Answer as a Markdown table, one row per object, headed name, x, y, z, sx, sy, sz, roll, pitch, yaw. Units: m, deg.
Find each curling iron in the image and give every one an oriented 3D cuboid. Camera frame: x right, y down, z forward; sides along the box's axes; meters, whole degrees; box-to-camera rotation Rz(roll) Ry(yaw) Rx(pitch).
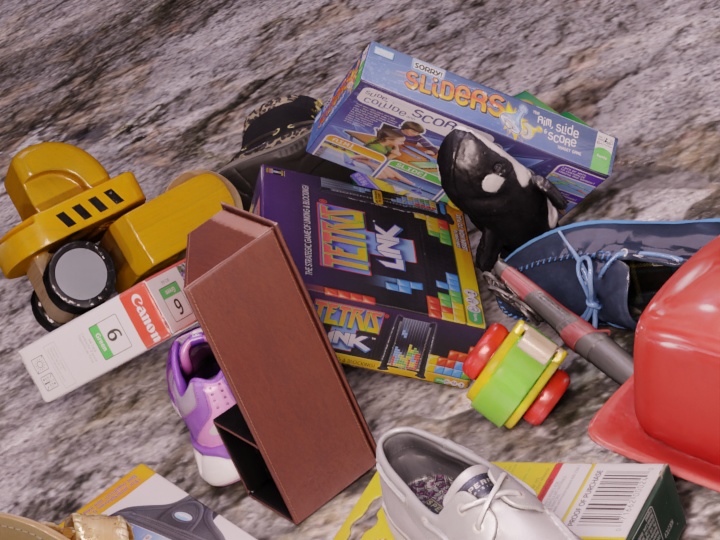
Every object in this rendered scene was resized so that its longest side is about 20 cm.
| name | x | y | z | sx | sy | sz | roll | pitch | yaw |
| --- | --- | --- | --- | --- | --- | --- | --- | --- | --- |
| curling iron | 0.154 | 0.048 | 1.319 | 0.200 | 0.050 | 0.026 | 37 | 89 | 40 |

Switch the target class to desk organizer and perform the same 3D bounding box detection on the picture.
| name | x | y | z | sx | sy | sz | roll | pitch | yaw |
| --- | --- | --- | --- | --- | --- | --- | --- | --- | --- |
| desk organizer | -0.065 | 0.064 | 1.323 | 0.077 | 0.201 | 0.072 | -35 | 30 | -22 |

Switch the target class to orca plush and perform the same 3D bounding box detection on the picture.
| name | x | y | z | sx | sy | sz | roll | pitch | yaw |
| --- | --- | --- | --- | --- | --- | --- | --- | --- | --- |
| orca plush | 0.093 | -0.033 | 1.452 | 0.105 | 0.200 | 0.071 | 25 | 80 | 15 |

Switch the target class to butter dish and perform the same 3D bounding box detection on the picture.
| name | x | y | z | sx | sy | sz | roll | pitch | yaw |
| --- | --- | --- | --- | --- | --- | --- | --- | --- | --- |
| butter dish | 0.252 | 0.029 | 1.189 | 0.199 | 0.148 | 0.200 | 20 | 47 | 43 |

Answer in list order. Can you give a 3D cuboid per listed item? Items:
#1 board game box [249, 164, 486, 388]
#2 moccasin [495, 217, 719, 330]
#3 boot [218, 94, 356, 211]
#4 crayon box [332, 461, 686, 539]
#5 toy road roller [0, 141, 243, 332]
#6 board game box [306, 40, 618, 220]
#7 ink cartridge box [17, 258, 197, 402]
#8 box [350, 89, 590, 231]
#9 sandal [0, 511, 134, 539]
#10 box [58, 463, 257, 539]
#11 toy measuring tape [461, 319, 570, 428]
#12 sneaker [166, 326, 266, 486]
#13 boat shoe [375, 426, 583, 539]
| name | x | y | z | sx | sy | sz | roll | pitch | yaw |
| --- | --- | --- | --- | --- | --- | --- | --- | --- | --- |
| board game box | 0.000 | 0.000 | 1.468 | 0.164 | 0.057 | 0.200 | 13 | 25 | -10 |
| moccasin | 0.186 | 0.004 | 1.382 | 0.199 | 0.081 | 0.068 | -12 | 32 | 21 |
| boot | -0.029 | -0.121 | 1.791 | 0.203 | 0.074 | 0.154 | -16 | 24 | 13 |
| crayon box | 0.078 | 0.169 | 1.181 | 0.199 | 0.051 | 0.127 | -2 | 33 | 34 |
| toy road roller | -0.213 | -0.048 | 1.670 | 0.199 | 0.146 | 0.123 | -27 | -4 | -20 |
| board game box | 0.073 | -0.093 | 1.486 | 0.135 | 0.199 | 0.035 | 135 | 153 | -62 |
| ink cartridge box | -0.156 | 0.029 | 1.534 | 0.199 | 0.051 | 0.109 | -29 | 1 | 26 |
| box | 0.102 | -0.086 | 1.654 | 0.199 | 0.049 | 0.117 | -25 | 27 | -10 |
| sandal | -0.150 | 0.184 | 1.214 | 0.211 | 0.078 | 0.070 | 12 | 24 | 27 |
| box | -0.122 | 0.203 | 1.252 | 0.119 | 0.042 | 0.200 | -36 | 37 | -27 |
| toy measuring tape | 0.100 | 0.070 | 1.289 | 0.073 | 0.074 | 0.200 | -20 | -3 | 4 |
| sneaker | -0.108 | 0.075 | 1.460 | 0.080 | 0.089 | 0.200 | -26 | 24 | -4 |
| boat shoe | 0.070 | 0.139 | 1.108 | 0.072 | 0.069 | 0.200 | -29 | 27 | -14 |
